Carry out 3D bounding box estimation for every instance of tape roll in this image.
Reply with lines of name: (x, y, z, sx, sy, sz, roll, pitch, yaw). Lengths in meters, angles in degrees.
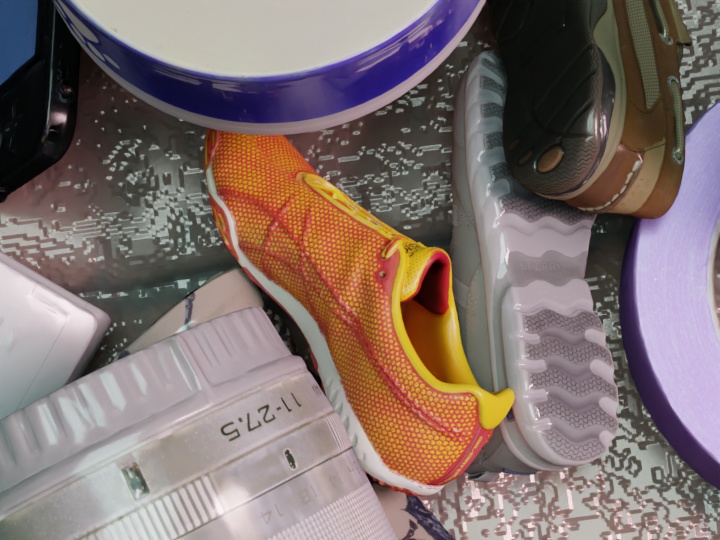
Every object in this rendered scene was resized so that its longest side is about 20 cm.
tape roll: (0.214, 0.011, 0.813, 0.198, 0.066, 0.202, -1, 80, 3)

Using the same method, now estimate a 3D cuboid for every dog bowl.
dog bowl: (-0.037, -0.160, 0.734, 0.198, 0.079, 0.202, 0, 80, 1)

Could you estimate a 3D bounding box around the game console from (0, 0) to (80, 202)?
game console: (-0.200, -0.139, 0.834, 0.115, 0.176, 0.202, 6, 79, -25)

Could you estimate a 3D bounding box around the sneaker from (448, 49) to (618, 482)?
sneaker: (0.057, -0.004, 0.817, 0.074, 0.082, 0.202, 18, 58, -32)

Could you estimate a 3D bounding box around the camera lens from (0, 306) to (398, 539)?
camera lens: (-0.057, 0.135, 0.688, 0.159, 0.160, 0.201, -27, 86, -2)

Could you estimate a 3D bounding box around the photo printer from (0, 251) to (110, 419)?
photo printer: (-0.224, 0.066, 0.797, 0.165, 0.069, 0.201, 30, 84, -15)

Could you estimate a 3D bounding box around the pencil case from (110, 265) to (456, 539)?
pencil case: (-0.024, 0.088, 0.803, 0.078, 0.089, 0.200, -44, 80, 23)

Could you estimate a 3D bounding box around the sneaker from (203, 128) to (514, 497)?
sneaker: (0.000, 0.000, 0.791, 0.077, 0.073, 0.201, -46, 63, 21)

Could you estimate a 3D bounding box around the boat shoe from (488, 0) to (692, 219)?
boat shoe: (0.105, -0.102, 0.818, 0.073, 0.076, 0.202, 25, 50, -26)
